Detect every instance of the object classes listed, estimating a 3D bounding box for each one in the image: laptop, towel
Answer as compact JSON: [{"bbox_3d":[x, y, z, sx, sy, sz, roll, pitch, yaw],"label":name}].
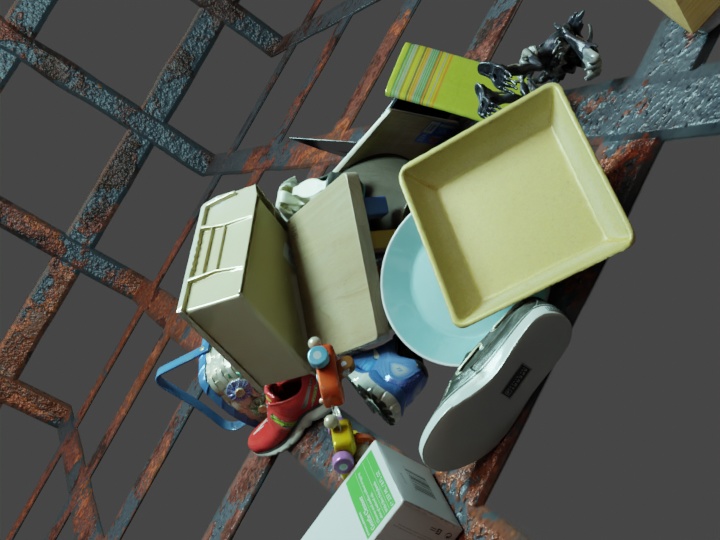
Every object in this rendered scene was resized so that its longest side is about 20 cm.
[{"bbox_3d":[0.025,-0.235,1.296,0.200,0.116,0.187,-51,-21,16],"label":"laptop"},{"bbox_3d":[0.138,-0.251,1.142,0.018,0.198,0.087,66,-135,-70],"label":"towel"}]

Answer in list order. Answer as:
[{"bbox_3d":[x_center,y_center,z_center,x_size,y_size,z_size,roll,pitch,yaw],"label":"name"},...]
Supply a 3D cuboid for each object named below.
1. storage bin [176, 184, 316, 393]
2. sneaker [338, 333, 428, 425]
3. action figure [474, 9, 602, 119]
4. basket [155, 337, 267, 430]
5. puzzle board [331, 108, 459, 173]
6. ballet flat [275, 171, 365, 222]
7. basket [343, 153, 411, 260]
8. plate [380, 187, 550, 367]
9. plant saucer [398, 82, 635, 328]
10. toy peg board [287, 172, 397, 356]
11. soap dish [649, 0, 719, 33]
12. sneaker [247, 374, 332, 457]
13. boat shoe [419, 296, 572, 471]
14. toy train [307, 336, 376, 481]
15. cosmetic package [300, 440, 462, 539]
[{"bbox_3d":[-0.138,0.023,1.125,0.093,0.200,0.200,-16,46,21],"label":"storage bin"},{"bbox_3d":[0.035,0.126,1.014,0.089,0.079,0.200,-38,14,-10],"label":"sneaker"},{"bbox_3d":[0.232,-0.237,1.007,0.199,0.102,0.119,-27,-25,-27],"label":"action figure"},{"bbox_3d":[-0.199,0.169,1.300,0.199,0.176,0.140,-30,37,30],"label":"basket"},{"bbox_3d":[0.049,-0.181,1.248,0.151,0.199,0.017,-46,68,28],"label":"puzzle board"},{"bbox_3d":[-0.073,-0.103,1.149,0.199,0.068,0.069,-16,65,53],"label":"ballet flat"},{"bbox_3d":[0.060,-0.077,1.128,0.180,0.137,0.200,-35,24,-15],"label":"basket"},{"bbox_3d":[0.116,0.008,0.919,0.198,0.026,0.202,-7,75,26],"label":"plate"},{"bbox_3d":[0.160,-0.064,0.869,0.199,0.048,0.201,-28,66,19],"label":"plant saucer"},{"bbox_3d":[0.000,0.000,1.062,0.200,0.097,0.201,-28,70,60],"label":"toy peg board"},{"bbox_3d":[0.383,-0.364,0.873,0.200,0.081,0.158,-50,24,24],"label":"soap dish"},{"bbox_3d":[-0.111,0.194,1.199,0.200,0.085,0.077,-45,24,29],"label":"sneaker"},{"bbox_3d":[0.129,0.113,0.827,0.200,0.071,0.064,-49,24,4],"label":"boat shoe"},{"bbox_3d":[-0.010,0.167,0.935,0.055,0.201,0.151,-14,57,0],"label":"toy train"},{"bbox_3d":[0.001,0.292,0.839,0.201,0.085,0.108,-54,25,8],"label":"cosmetic package"}]
